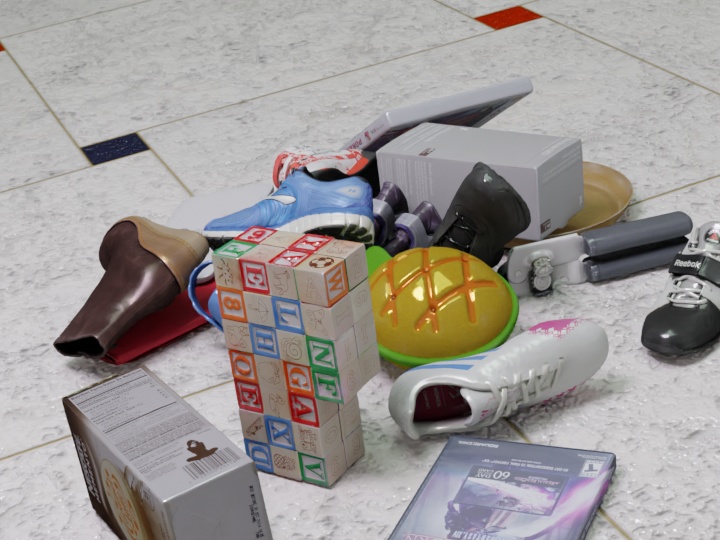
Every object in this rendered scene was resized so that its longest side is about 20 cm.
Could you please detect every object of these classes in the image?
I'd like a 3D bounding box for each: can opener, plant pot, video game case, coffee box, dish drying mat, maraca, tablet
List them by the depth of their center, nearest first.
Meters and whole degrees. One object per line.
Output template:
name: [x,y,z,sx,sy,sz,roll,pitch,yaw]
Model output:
video game case: [0.102,0.194,1.123,0.142,0.019,0.200,3,28,24]
coffee box: [-0.150,0.169,1.148,0.079,0.115,0.200,-23,28,-25]
maraca: [0.049,0.032,1.353,0.198,0.108,0.137,14,45,27]
can opener: [0.234,-0.021,1.469,0.198,0.053,0.067,-12,25,-5]
dish drying mat: [-0.184,0.046,1.515,0.199,0.018,0.077,-27,31,-30]
plant pot: [0.199,-0.070,1.608,0.198,0.028,0.200,-7,27,3]
tablet: [-0.185,-0.038,1.646,0.129,0.014,0.200,-8,29,26]
video game case: [0.079,-0.170,1.733,0.198,0.023,0.182,-16,-6,-26]

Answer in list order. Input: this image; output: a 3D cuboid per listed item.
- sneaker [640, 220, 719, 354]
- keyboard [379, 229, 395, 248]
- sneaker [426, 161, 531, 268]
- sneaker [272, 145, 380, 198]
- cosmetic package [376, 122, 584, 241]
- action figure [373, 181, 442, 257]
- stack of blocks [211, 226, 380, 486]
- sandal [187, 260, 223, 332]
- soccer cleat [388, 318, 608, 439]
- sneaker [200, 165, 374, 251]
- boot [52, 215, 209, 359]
sneaker: [0.314,0.004,1.356,0.074,0.089,0.200,11,34,33]
keyboard: [-0.050,-0.051,1.615,0.198,0.040,0.104,9,46,33]
sneaker: [0.104,-0.028,1.415,0.076,0.200,0.091,41,66,15]
sneaker: [-0.059,-0.093,1.609,0.107,0.068,0.201,6,17,25]
cosmetic package: [0.128,-0.096,1.557,0.198,0.091,0.107,6,25,33]
action figure: [0.000,0.000,1.491,0.129,0.070,0.200,23,55,37]
stack of blocks: [-0.046,0.073,1.205,0.114,0.202,0.058,10,29,33]
sandal: [-0.110,0.043,1.399,0.080,0.087,0.200,-60,29,1]
soccer cleat: [0.121,0.100,1.246,0.198,0.070,0.086,-18,17,1]
sneaker: [-0.069,-0.050,1.475,0.198,0.079,0.090,-8,52,27]
boot: [-0.257,0.019,1.497,0.166,0.073,0.199,-45,24,-28]
